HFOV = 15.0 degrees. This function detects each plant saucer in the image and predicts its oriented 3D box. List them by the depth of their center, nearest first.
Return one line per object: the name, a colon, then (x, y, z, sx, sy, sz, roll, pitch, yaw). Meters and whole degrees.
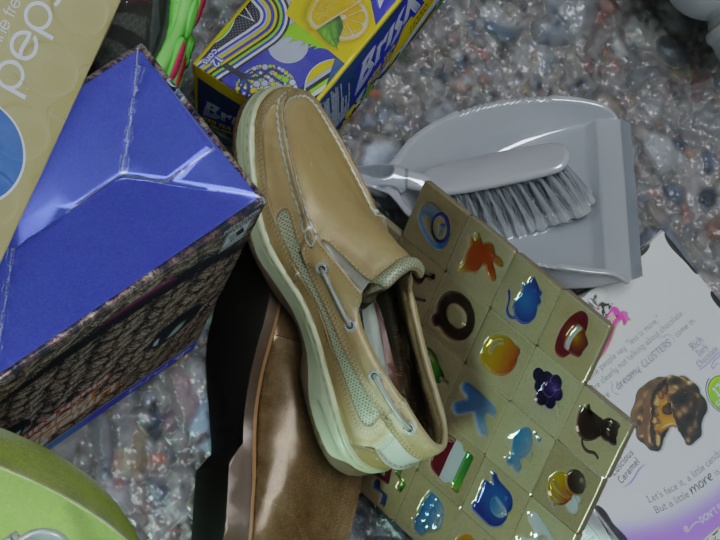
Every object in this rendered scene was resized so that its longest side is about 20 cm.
plant saucer: (-0.189, 0.111, 1.271, 0.199, 0.200, 0.031, 22, 60, -14)

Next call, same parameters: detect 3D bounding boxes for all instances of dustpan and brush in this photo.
dustpan and brush: (0.044, -0.043, 1.455, 0.199, 0.057, 0.140, -9, 42, 10)

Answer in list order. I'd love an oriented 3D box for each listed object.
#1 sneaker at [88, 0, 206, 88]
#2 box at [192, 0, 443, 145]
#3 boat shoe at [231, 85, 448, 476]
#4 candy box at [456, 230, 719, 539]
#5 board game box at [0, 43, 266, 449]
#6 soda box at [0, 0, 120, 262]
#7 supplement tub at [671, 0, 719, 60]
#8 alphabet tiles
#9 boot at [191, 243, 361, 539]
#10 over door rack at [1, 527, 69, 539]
sneaker: (-0.126, -0.136, 1.428, 0.083, 0.077, 0.201, 15, 69, 2)
box: (-0.004, -0.147, 1.460, 0.070, 0.064, 0.200, 33, 66, 13)
boat shoe: (0.000, 0.000, 1.354, 0.072, 0.076, 0.201, -26, 98, -44)
candy box: (0.156, 0.105, 1.432, 0.168, 0.072, 0.200, -35, 85, -40)
board game box: (-0.151, 0.009, 1.298, 0.159, 0.200, 0.097, -35, 80, -23)
soda box: (-0.163, -0.070, 1.177, 0.068, 0.064, 0.201, 28, 65, -13)
supplement tub: (0.214, -0.229, 1.516, 0.144, 0.145, 0.201, -24, 86, -23)
alphabet tiles: (0.048, 0.059, 1.368, 0.006, 0.167, 0.200, -7, 39, -47)
boot: (-0.037, 0.061, 1.407, 0.075, 0.074, 0.201, 8, 84, -20)
over door rack: (-0.210, 0.208, 1.246, 0.199, 0.148, 0.067, -23, 58, -14)
